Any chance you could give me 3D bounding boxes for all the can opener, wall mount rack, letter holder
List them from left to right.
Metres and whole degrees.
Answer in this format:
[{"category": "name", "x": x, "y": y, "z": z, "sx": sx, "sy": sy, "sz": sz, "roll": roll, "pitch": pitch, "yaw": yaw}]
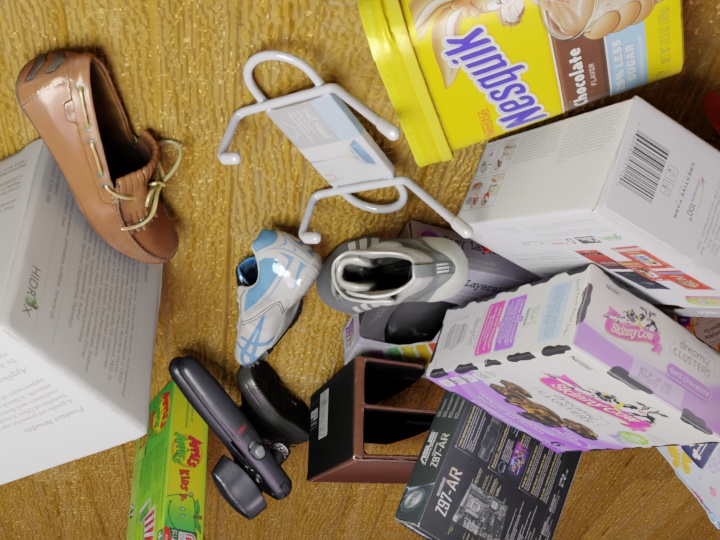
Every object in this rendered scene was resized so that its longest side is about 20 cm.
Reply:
[{"category": "can opener", "x": -0.138, "y": 0.173, "z": 0.910, "sx": 0.063, "sy": 0.079, "sz": 0.202, "roll": -9, "pitch": 116, "yaw": 43}, {"category": "wall mount rack", "x": -0.008, "y": -0.081, "z": 0.653, "sx": 0.171, "sy": 0.076, "sz": 0.200, "roll": -5, "pitch": 146, "yaw": 35}, {"category": "letter holder", "x": 0.032, "y": 0.172, "z": 0.924, "sx": 0.139, "sy": 0.103, "sz": 0.200, "roll": 7, "pitch": 159, "yaw": -15}]

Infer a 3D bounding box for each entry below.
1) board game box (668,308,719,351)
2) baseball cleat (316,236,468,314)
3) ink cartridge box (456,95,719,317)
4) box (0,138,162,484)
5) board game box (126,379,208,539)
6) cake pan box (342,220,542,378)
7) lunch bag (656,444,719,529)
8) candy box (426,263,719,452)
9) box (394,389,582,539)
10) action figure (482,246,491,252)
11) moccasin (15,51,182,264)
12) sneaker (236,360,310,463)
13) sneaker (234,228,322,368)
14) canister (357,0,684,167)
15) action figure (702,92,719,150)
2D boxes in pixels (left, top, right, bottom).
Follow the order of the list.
[{"category": "board game box", "x": 0.296, "y": 0.069, "z": 0.833, "sx": 0.197, "sy": 0.047, "sz": 0.150, "roll": 5, "pitch": 170, "yaw": -38}, {"category": "baseball cleat", "x": 0.000, "y": 0.000, "z": 0.733, "sx": 0.105, "sy": 0.071, "sz": 0.198, "roll": -1, "pitch": 172, "yaw": -38}, {"category": "ink cartridge box", "x": 0.196, "y": -0.036, "z": 0.646, "sx": 0.173, "sy": 0.085, "sz": 0.199, "roll": 27, "pitch": 170, "yaw": -19}, {"category": "box", "x": -0.292, "y": 0.043, "z": 0.698, "sx": 0.196, "sy": 0.203, "sz": 0.172, "roll": -20, "pitch": 137, "yaw": 17}, {"category": "board game box", "x": -0.212, "y": 0.232, "z": 0.935, "sx": 0.047, "sy": 0.203, "sz": 0.101, "roll": 21, "pitch": 135, "yaw": -30}, {"category": "cake pan box", "x": 0.095, "y": 0.042, "z": 0.863, "sx": 0.196, "sy": 0.053, "sz": 0.185, "roll": 12, "pitch": 135, "yaw": -20}, {"category": "lunch bag", "x": 0.423, "y": 0.163, "z": 0.913, "sx": 0.199, "sy": 0.171, "sz": 0.127, "roll": -42, "pitch": 132, "yaw": 13}, {"category": "candy box", "x": 0.179, "y": 0.084, "z": 0.715, "sx": 0.166, "sy": 0.073, "sz": 0.199, "roll": 31, "pitch": 155, "yaw": -18}, {"category": "box", "x": 0.137, "y": 0.185, "z": 0.826, "sx": 0.159, "sy": 0.203, "sz": 0.043, "roll": 34, "pitch": 159, "yaw": -24}, {"category": "action figure", "x": 0.196, "y": -0.015, "z": 0.793, "sx": 0.197, "sy": 0.066, "sz": 0.052, "roll": 17, "pitch": 129, "yaw": -23}, {"category": "moccasin", "x": -0.186, "y": -0.083, "z": 0.665, "sx": 0.076, "sy": 0.074, "sz": 0.204, "roll": -5, "pitch": 132, "yaw": 13}, {"category": "sneaker", "x": -0.123, "y": 0.178, "z": 0.992, "sx": 0.103, "sy": 0.061, "sz": 0.200, "roll": -21, "pitch": 142, "yaw": 11}, {"category": "sneaker", "x": -0.093, "y": 0.028, "z": 0.820, "sx": 0.072, "sy": 0.072, "sz": 0.201, "roll": 36, "pitch": 142, "yaw": 4}, {"category": "canister", "x": 0.111, "y": -0.167, "z": 0.582, "sx": 0.196, "sy": 0.088, "sz": 0.149, "roll": -18, "pitch": 140, "yaw": 12}, {"category": "action figure", "x": 0.338, "y": -0.089, "z": 0.721, "sx": 0.064, "sy": 0.053, "sz": 0.200, "roll": -16, "pitch": 146, "yaw": 23}]
